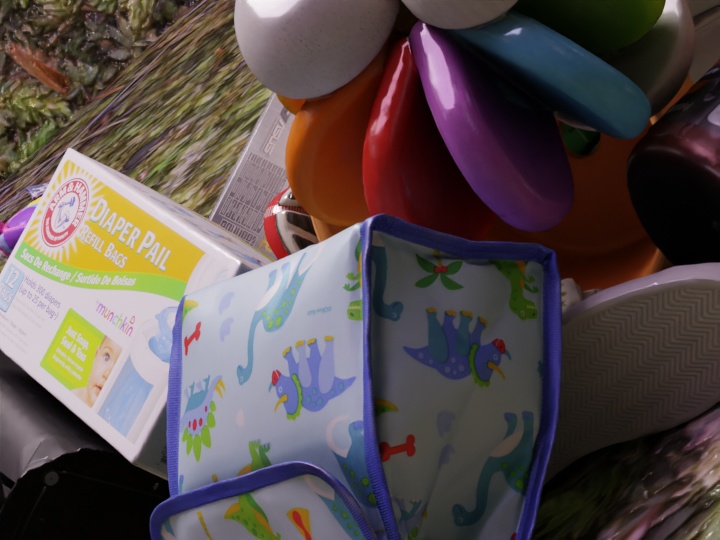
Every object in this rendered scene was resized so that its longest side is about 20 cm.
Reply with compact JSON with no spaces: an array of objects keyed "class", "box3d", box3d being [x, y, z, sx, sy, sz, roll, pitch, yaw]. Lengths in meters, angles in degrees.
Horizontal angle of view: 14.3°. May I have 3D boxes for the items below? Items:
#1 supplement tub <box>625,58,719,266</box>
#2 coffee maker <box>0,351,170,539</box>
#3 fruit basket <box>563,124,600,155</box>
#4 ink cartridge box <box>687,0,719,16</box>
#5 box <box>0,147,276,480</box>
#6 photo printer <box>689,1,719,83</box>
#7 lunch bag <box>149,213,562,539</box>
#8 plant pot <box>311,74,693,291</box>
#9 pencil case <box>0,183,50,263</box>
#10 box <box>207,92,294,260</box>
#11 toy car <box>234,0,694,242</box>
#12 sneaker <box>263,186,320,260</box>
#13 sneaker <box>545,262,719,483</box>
[{"class":"supplement tub","box3d":[0.220,-0.079,1.310,0.200,0.107,0.107,-44,13,-21]},{"class":"coffee maker","box3d":[-0.179,0.106,1.479,0.135,0.192,0.200,-49,34,-8]},{"class":"fruit basket","box3d":[0.096,-0.106,1.788,0.185,0.094,0.200,-47,14,-31]},{"class":"ink cartridge box","box3d":[0.113,-0.194,1.604,0.200,0.087,0.146,-24,58,40]},{"class":"box","box3d":[-0.094,0.030,1.434,0.200,0.101,0.113,31,93,54]},{"class":"photo printer","box3d":[0.223,-0.148,1.627,0.200,0.069,0.166,-31,15,34]},{"class":"lunch bag","box3d":[-0.005,0.094,1.244,0.170,0.127,0.201,-21,66,55]},{"class":"plant pot","box3d":[0.089,-0.059,1.462,0.200,0.200,0.140,-32,-2,28]},{"class":"pencil case","box3d":[-0.154,0.036,1.761,0.088,0.200,0.088,-24,14,6]},{"class":"box","box3d":[-0.050,-0.063,1.737,0.200,0.048,0.158,-63,4,-5]},{"class":"toy car","box3d":[0.050,-0.080,1.281,0.200,0.175,0.150,-22,56,29]},{"class":"sneaker","box3d":[0.000,0.000,1.550,0.085,0.077,0.200,-13,-17,30]},{"class":"sneaker","box3d":[0.113,0.029,1.312,0.200,0.074,0.116,-32,17,35]}]
